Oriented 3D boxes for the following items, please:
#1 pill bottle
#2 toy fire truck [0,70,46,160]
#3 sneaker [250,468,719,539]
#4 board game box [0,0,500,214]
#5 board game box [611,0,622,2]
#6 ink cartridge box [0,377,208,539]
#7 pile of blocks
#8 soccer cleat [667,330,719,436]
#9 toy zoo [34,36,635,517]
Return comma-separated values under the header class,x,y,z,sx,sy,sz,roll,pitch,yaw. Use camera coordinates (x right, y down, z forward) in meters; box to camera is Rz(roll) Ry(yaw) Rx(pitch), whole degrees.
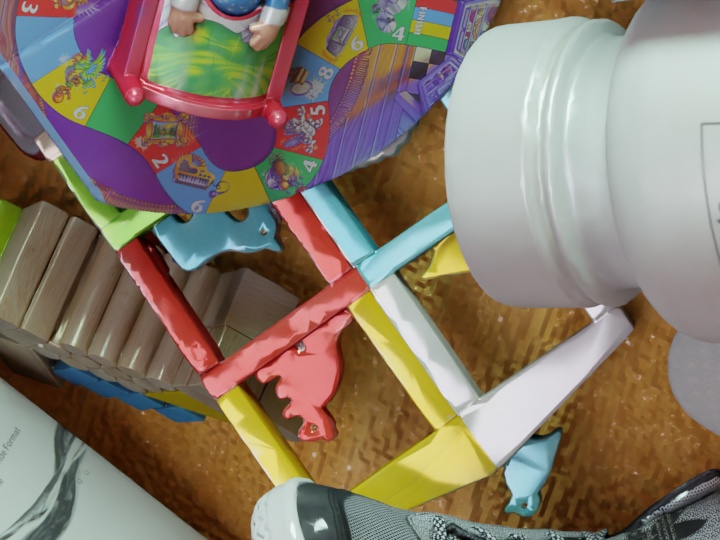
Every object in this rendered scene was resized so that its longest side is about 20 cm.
class,x,y,z,sx,sy,sz,roll,pitch,yaw
pill bottle,0.133,-0.035,0.828,0.200,0.114,0.115,-2,106,29
toy fire truck,-0.140,-0.149,0.951,0.200,0.112,0.168,49,141,6
sneaker,0.062,0.099,0.900,0.114,0.076,0.200,-37,131,24
board game box,-0.042,-0.098,0.854,0.158,0.039,0.200,-32,122,2
board game box,0.117,-0.189,0.788,0.103,0.105,0.200,-4,106,29
ink cartridge box,-0.142,0.131,1.026,0.200,0.084,0.145,39,124,-9
pile of blocks,-0.099,0.006,1.013,0.200,0.082,0.062,19,73,12
soccer cleat,0.182,0.044,0.846,0.200,0.085,0.069,10,112,25
toy zoo,0.000,0.000,0.937,0.131,0.020,0.200,-35,89,7
